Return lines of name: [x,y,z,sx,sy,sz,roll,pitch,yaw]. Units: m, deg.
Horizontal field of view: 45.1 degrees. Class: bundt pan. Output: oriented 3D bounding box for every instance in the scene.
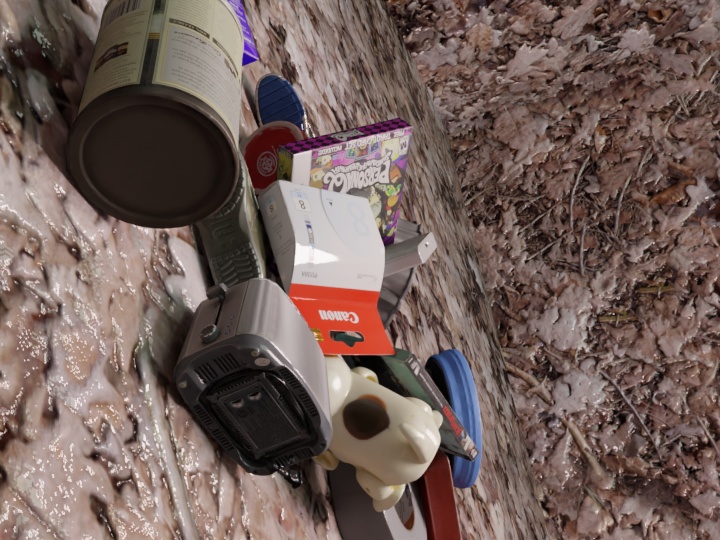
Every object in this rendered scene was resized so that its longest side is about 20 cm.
bundt pan: [0.016,0.003,1.329,0.075,0.203,0.203,23,32,-14]

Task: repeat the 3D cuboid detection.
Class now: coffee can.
coffee can: [-0.182,-0.161,0.806,0.202,0.145,0.147,-95,160,-44]

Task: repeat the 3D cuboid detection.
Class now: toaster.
toaster: [-0.096,0.105,0.864,0.201,0.112,0.130,57,17,-32]

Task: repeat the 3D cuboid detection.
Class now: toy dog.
toy dog: [-0.016,0.174,1.005,0.199,0.140,0.194,34,-7,-1]

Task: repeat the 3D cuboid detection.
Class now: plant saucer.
plant saucer: [0.101,0.343,1.299,0.200,0.036,0.203,-146,-136,-75]

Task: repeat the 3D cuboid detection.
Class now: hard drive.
hard drive: [0.000,0.000,1.177,0.132,0.198,0.027,-42,112,-73]

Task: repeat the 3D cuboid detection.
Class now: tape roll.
tape roll: [0.026,0.306,1.170,0.200,0.065,0.203,-19,90,-75]

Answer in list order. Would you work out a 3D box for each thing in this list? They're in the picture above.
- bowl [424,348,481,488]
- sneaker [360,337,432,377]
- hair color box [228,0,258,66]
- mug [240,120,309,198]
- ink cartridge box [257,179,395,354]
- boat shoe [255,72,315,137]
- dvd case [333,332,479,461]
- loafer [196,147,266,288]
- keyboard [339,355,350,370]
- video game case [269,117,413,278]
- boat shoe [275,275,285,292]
bowl: [0.129,0.218,1.278,0.201,0.039,0.204,177,-90,-80]
sneaker: [0.048,0.157,1.315,0.200,0.128,0.080,-77,146,-65]
hair color box: [-0.203,-0.325,1.013,0.065,0.108,0.203,-9,81,-76]
mug: [-0.093,-0.114,1.206,0.135,0.176,0.200,-62,147,-8]
ink cartridge box: [-0.026,-0.002,1.019,0.159,0.047,0.202,7,55,-49]
boat shoe: [-0.108,-0.207,1.332,0.073,0.071,0.202,-105,174,-70]
dvd case: [0.060,0.166,1.140,0.022,0.145,0.201,-50,125,-23]
loafer: [-0.150,-0.058,0.980,0.070,0.074,0.203,59,19,-79]
keyboard: [-0.012,0.147,1.179,0.200,0.011,0.056,51,-1,32]
video game case: [-0.025,-0.094,1.131,0.036,0.198,0.183,37,-48,37]
boat shoe: [-0.095,0.046,1.039,0.075,0.066,0.200,59,20,-13]
